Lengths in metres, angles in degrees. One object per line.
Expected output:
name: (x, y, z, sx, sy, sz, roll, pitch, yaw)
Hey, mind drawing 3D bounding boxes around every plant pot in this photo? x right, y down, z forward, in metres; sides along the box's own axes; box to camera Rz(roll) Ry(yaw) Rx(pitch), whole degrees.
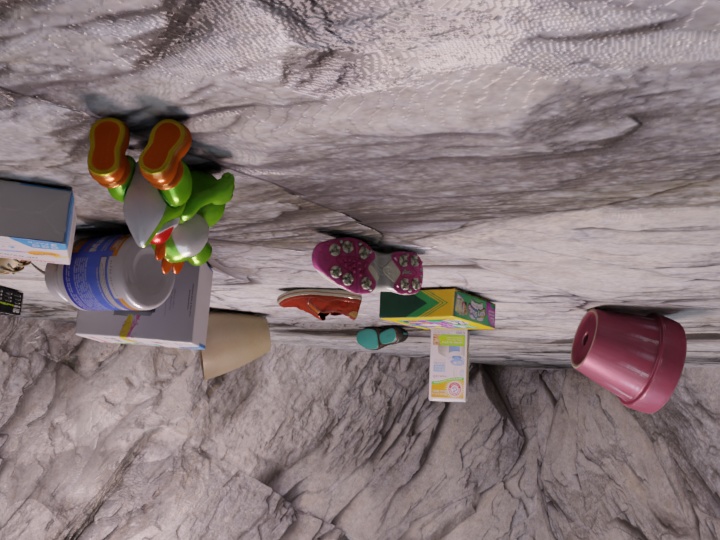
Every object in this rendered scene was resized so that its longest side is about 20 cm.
plant pot: (-0.354, 0.194, 2.088, 0.194, 0.193, 0.187, -8, 174, -17)
plant pot: (0.540, 0.170, 1.541, 0.174, 0.205, 0.200, 19, 170, -2)

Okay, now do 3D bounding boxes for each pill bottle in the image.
pill bottle: (-0.388, 0.004, 1.140, 0.195, 0.116, 0.111, -2, 169, 31)

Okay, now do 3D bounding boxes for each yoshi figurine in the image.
yoshi figurine: (-0.180, -0.080, 0.716, 0.111, 0.113, 0.201, -35, 158, -11)

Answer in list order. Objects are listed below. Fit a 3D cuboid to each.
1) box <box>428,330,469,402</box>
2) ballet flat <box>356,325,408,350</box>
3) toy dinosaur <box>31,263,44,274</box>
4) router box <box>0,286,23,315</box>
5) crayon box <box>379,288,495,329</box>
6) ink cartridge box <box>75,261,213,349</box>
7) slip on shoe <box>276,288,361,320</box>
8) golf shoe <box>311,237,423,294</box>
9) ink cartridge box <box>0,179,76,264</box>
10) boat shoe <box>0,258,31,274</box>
box: (0.256, 0.273, 2.148, 0.109, 0.207, 0.101, 1, 170, 12)
ballet flat: (0.070, 0.202, 2.231, 0.067, 0.070, 0.198, 0, 175, -38)
toy dinosaur: (-0.533, 0.020, 1.444, 0.195, 0.062, 0.105, 10, 170, -29)
router box: (-0.968, 0.068, 1.875, 0.145, 0.064, 0.200, 4, 170, 7)
crayon box: (0.160, 0.081, 1.521, 0.169, 0.060, 0.198, -4, 168, 33)
ink cartridge box: (-0.369, 0.052, 1.298, 0.194, 0.151, 0.147, 5, 170, -2)
slip on shoe: (-0.090, 0.073, 1.564, 0.194, 0.063, 0.074, 1, 172, 23)
golf shoe: (0.000, 0.000, 1.086, 0.196, 0.078, 0.090, 13, 170, -38)
ink cartridge box: (-0.423, -0.054, 0.948, 0.112, 0.070, 0.199, 7, 170, -18)
boat shoe: (-0.516, -0.030, 1.103, 0.194, 0.076, 0.076, 1, 170, 17)
